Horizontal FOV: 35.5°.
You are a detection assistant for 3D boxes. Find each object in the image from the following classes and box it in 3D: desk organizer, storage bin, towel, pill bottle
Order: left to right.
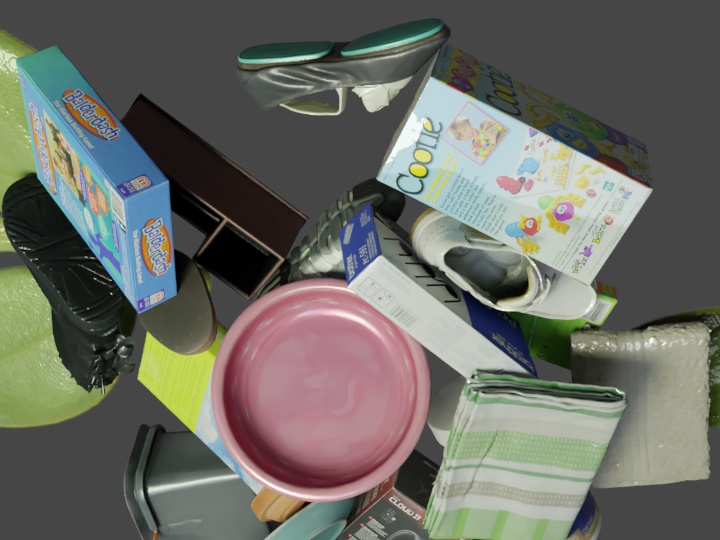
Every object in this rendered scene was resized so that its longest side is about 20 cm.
[{"bbox_3d":[-0.156,-0.067,1.061,0.200,0.077,0.072,36,124,-10],"label":"desk organizer"},{"bbox_3d":[-0.165,0.271,1.262,0.134,0.146,0.200,-11,120,9],"label":"storage bin"},{"bbox_3d":[0.153,0.202,1.136,0.115,0.116,0.200,-21,116,26],"label":"pill bottle"},{"bbox_3d":[0.147,0.181,1.026,0.149,0.031,0.200,7,125,-7],"label":"towel"},{"bbox_3d":[0.275,0.133,1.097,0.132,0.035,0.200,-6,125,8],"label":"towel"}]

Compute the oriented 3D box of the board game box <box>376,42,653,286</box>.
[{"bbox_3d":[0.130,-0.092,0.949,0.200,0.103,0.105,27,119,-4],"label":"board game box"}]

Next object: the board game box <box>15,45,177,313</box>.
[{"bbox_3d":[-0.235,-0.082,1.004,0.200,0.045,0.152,48,151,28],"label":"board game box"}]

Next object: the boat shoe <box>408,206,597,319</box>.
[{"bbox_3d":[0.134,0.009,0.976,0.200,0.069,0.071,19,112,-28],"label":"boat shoe"}]

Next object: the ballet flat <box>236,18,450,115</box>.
[{"bbox_3d":[-0.011,-0.169,0.962,0.199,0.073,0.073,-4,122,24],"label":"ballet flat"}]

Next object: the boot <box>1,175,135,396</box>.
[{"bbox_3d":[-0.300,0.021,1.152,0.198,0.073,0.163,53,154,18],"label":"boot"}]

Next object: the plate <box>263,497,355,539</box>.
[{"bbox_3d":[-0.073,0.295,1.168,0.026,0.200,0.200,48,127,17],"label":"plate"}]

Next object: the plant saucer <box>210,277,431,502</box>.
[{"bbox_3d":[-0.035,0.109,1.026,0.200,0.201,0.051,12,169,7],"label":"plant saucer"}]

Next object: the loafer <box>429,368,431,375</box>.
[{"bbox_3d":[-0.023,0.119,1.156,0.199,0.073,0.072,-14,123,25],"label":"loafer"}]

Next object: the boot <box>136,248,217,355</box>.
[{"bbox_3d":[-0.177,0.023,1.077,0.074,0.200,0.075,-42,135,-2],"label":"boot"}]

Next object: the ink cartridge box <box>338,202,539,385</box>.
[{"bbox_3d":[0.069,0.032,0.994,0.200,0.094,0.044,38,111,-25],"label":"ink cartridge box"}]

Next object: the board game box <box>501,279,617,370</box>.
[{"bbox_3d":[0.132,0.024,1.066,0.199,0.030,0.096,19,126,-9],"label":"board game box"}]

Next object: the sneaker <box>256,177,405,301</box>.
[{"bbox_3d":[0.000,0.000,1.080,0.115,0.075,0.200,33,125,-25],"label":"sneaker"}]

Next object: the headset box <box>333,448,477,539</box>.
[{"bbox_3d":[0.057,0.294,1.247,0.148,0.075,0.200,34,125,-10],"label":"headset box"}]

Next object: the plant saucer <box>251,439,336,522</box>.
[{"bbox_3d":[-0.018,0.196,1.135,0.200,0.200,0.032,-47,70,34],"label":"plant saucer"}]

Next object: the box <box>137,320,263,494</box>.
[{"bbox_3d":[-0.142,0.125,1.150,0.200,0.048,0.122,39,133,22],"label":"box"}]
